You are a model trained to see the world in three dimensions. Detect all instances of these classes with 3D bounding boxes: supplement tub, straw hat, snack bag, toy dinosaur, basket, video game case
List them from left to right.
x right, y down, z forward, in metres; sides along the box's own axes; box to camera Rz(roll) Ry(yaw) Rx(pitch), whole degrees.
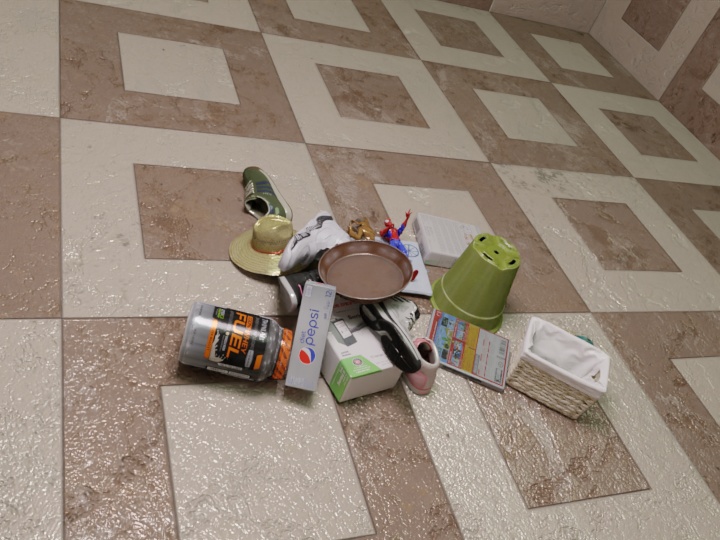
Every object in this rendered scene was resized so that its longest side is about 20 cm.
[{"bbox_3d":[-0.236,0.138,1.307,0.197,0.123,0.123,14,40,-12],"label":"supplement tub"},{"bbox_3d":[-0.199,-0.079,1.563,0.198,0.086,0.202,4,37,-3],"label":"straw hat"},{"bbox_3d":[0.014,-0.080,1.695,0.105,0.061,0.201,3,43,-24],"label":"toy dinosaur"},{"bbox_3d":[0.081,-0.011,1.713,0.186,0.022,0.201,7,42,-19],"label":"snack bag"},{"bbox_3d":[0.243,0.179,1.567,0.198,0.018,0.144,23,48,-2],"label":"video game case"},{"bbox_3d":[0.439,0.223,1.549,0.198,0.124,0.136,27,40,5],"label":"basket"}]

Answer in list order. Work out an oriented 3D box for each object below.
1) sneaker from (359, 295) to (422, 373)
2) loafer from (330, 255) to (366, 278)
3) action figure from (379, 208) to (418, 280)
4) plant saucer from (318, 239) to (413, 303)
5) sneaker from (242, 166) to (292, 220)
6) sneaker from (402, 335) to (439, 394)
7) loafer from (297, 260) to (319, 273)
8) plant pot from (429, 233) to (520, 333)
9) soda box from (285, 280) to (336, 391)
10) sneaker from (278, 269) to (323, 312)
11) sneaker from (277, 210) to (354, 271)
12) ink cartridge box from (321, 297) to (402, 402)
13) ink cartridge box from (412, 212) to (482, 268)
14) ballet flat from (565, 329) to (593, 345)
[{"bbox_3d":[0.093,0.114,1.395,0.114,0.076,0.201,-13,48,-30],"label":"sneaker"},{"bbox_3d":[0.000,0.000,1.528,0.069,0.071,0.200,25,41,19],"label":"loafer"},{"bbox_3d":[0.099,-0.079,1.709,0.064,0.100,0.201,4,40,-22],"label":"action figure"},{"bbox_3d":[0.010,0.007,1.435,0.197,0.035,0.201,2,37,-1],"label":"plant saucer"},{"bbox_3d":[-0.254,-0.184,1.700,0.089,0.067,0.201,-14,55,-44],"label":"sneaker"},{"bbox_3d":[0.102,0.156,1.471,0.075,0.105,0.201,-13,51,-32],"label":"sneaker"},{"bbox_3d":[-0.059,-0.021,1.604,0.198,0.069,0.076,-22,57,-31],"label":"loafer"},{"bbox_3d":[0.291,0.020,1.649,0.197,0.191,0.201,14,40,-12],"label":"plant pot"},{"bbox_3d":[-0.096,0.125,1.331,0.063,0.203,0.068,11,3,-3],"label":"soda box"},{"bbox_3d":[-0.118,0.036,1.442,0.098,0.072,0.200,-12,8,-8],"label":"sneaker"},{"bbox_3d":[-0.090,-0.044,1.514,0.114,0.075,0.200,37,47,4],"label":"sneaker"},{"bbox_3d":[-0.021,0.155,1.425,0.144,0.085,0.201,-9,49,-35],"label":"ink cartridge box"},{"bbox_3d":[0.247,-0.072,1.849,0.198,0.050,0.162,12,40,-22],"label":"ink cartridge box"},{"bbox_3d":[0.477,0.175,1.680,0.198,0.077,0.064,13,9,-20],"label":"ballet flat"}]
